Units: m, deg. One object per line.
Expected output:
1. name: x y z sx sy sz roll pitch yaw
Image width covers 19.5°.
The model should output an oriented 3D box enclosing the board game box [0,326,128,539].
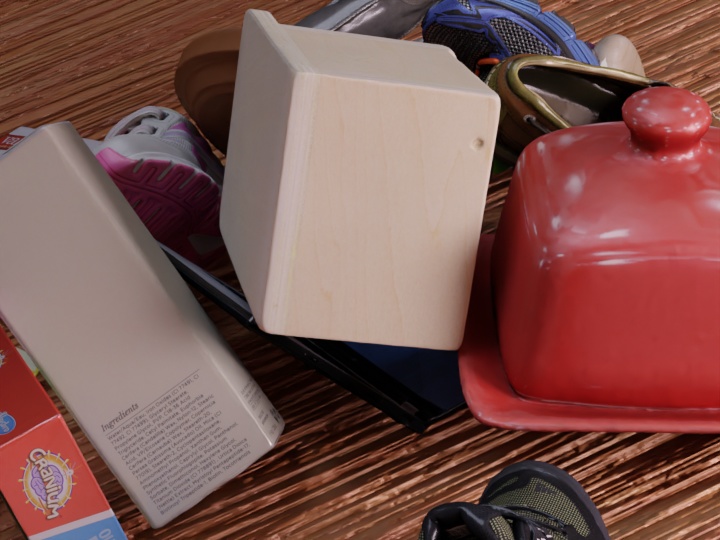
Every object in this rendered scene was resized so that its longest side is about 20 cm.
1. board game box: -0.160 0.099 1.031 0.040 0.154 0.200 -30 30 -11

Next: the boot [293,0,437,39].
1. boot: -0.003 -0.168 1.525 0.200 0.073 0.182 -44 -13 1

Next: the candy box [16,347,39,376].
1. candy box: -0.251 0.090 1.185 0.102 0.027 0.200 22 30 -6

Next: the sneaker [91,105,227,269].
1. sneaker: -0.130 -0.054 1.269 0.081 0.088 0.200 -37 -14 5

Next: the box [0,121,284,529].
1. box: -0.128 0.026 1.078 0.082 0.201 0.068 -34 3 7

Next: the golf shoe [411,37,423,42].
1. golf shoe: 0.003 -0.125 1.418 0.077 0.095 0.200 1 31 35

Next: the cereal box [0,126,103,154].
1. cereal box: -0.268 -0.034 1.471 0.143 0.040 0.200 13 40 45

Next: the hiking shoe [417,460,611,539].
1. hiking shoe: 0.065 0.129 0.896 0.075 0.101 0.200 -10 28 15

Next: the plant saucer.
1. plant saucer: -0.019 -0.079 1.254 0.199 0.200 0.032 5 65 38

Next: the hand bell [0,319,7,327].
1. hand bell: -0.150 0.040 1.233 0.104 0.105 0.200 -25 39 -14

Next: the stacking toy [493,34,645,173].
1. stacking toy: 0.077 -0.094 1.319 0.199 0.086 0.085 -5 30 23

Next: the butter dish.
1. butter dish: 0.147 -0.019 1.039 0.199 0.149 0.200 0 27 0

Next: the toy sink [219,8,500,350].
1. toy sink: -0.003 -0.053 1.094 0.111 0.131 0.200 6 14 -12

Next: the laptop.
1. laptop: 0.000 0.000 1.168 0.116 0.200 0.187 -57 33 -1

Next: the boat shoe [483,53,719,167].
1. boat shoe: 0.159 -0.065 1.143 0.199 0.072 0.068 14 -19 -11

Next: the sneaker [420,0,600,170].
1. sneaker: 0.109 -0.085 1.206 0.200 0.075 0.078 41 61 13
